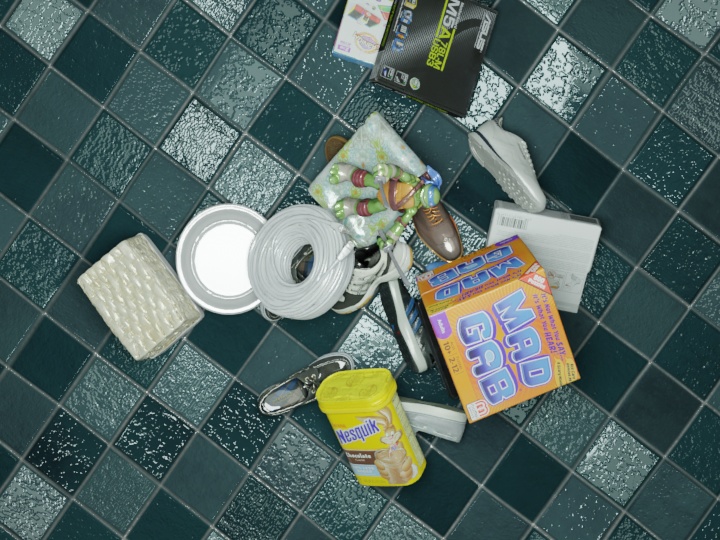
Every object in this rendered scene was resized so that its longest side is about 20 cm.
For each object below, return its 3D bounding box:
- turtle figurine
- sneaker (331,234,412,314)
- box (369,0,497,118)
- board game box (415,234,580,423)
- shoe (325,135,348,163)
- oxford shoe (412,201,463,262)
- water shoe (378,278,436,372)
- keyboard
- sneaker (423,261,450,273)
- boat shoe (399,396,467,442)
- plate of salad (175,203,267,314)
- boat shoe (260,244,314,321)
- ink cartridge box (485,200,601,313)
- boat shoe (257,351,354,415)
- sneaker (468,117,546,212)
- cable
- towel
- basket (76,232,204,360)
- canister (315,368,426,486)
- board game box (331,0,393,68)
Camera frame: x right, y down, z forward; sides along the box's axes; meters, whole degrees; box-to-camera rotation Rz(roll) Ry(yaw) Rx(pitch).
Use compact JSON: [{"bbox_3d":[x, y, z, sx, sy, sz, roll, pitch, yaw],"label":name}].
[{"bbox_3d":[0.024,-0.110,1.526,0.191,0.144,0.203,11,66,36],"label":"turtle figurine"},{"bbox_3d":[0.000,0.000,1.642,0.087,0.077,0.199,27,126,-37],"label":"sneaker"},{"bbox_3d":[0.132,-0.403,1.647,0.189,0.047,0.204,18,91,-18],"label":"box"},{"bbox_3d":[0.225,0.092,1.539,0.196,0.200,0.203,-22,107,4],"label":"board game box"},{"bbox_3d":[0.011,-0.169,1.689,0.200,0.053,0.070,48,116,4],"label":"shoe"},{"bbox_3d":[0.125,-0.102,1.671,0.071,0.073,0.202,-33,91,2],"label":"oxford shoe"},{"bbox_3d":[0.095,0.084,1.691,0.078,0.071,0.204,-20,95,-20],"label":"water shoe"},{"bbox_3d":[0.181,0.121,1.682,0.125,0.021,0.204,-24,101,-19],"label":"keyboard"},{"bbox_3d":[0.214,0.002,1.652,0.195,0.066,0.080,14,115,-3],"label":"sneaker"},{"bbox_3d":[0.098,0.277,1.685,0.196,0.070,0.073,10,90,0],"label":"boat shoe"},{"bbox_3d":[-0.243,-0.021,1.693,0.195,0.048,0.206,-1,94,-8],"label":"plate of salad"},{"bbox_3d":[-0.114,0.010,1.680,0.068,0.057,0.202,35,91,-28],"label":"boat shoe"},{"bbox_3d":[0.326,-0.025,1.685,0.195,0.044,0.177,10,116,1],"label":"ink cartridge box"},{"bbox_3d":[-0.100,0.215,1.688,0.197,0.057,0.070,-28,90,3],"label":"boat shoe"},{"bbox_3d":[0.278,-0.193,1.644,0.080,0.077,0.201,-31,69,-13],"label":"sneaker"},{"bbox_3d":[-0.105,-0.016,1.611,0.199,0.069,0.202,36,98,32],"label":"cable"},{"bbox_3d":[0.019,-0.152,1.635,0.172,0.048,0.200,47,114,3],"label":"towel"},{"bbox_3d":[-0.400,0.050,1.666,0.135,0.123,0.201,-38,91,3],"label":"basket"},{"bbox_3d":[0.022,0.283,1.630,0.146,0.087,0.203,-8,119,31],"label":"canister"},{"bbox_3d":[0.046,-0.473,1.680,0.150,0.040,0.204,18,92,1],"label":"board game box"}]
